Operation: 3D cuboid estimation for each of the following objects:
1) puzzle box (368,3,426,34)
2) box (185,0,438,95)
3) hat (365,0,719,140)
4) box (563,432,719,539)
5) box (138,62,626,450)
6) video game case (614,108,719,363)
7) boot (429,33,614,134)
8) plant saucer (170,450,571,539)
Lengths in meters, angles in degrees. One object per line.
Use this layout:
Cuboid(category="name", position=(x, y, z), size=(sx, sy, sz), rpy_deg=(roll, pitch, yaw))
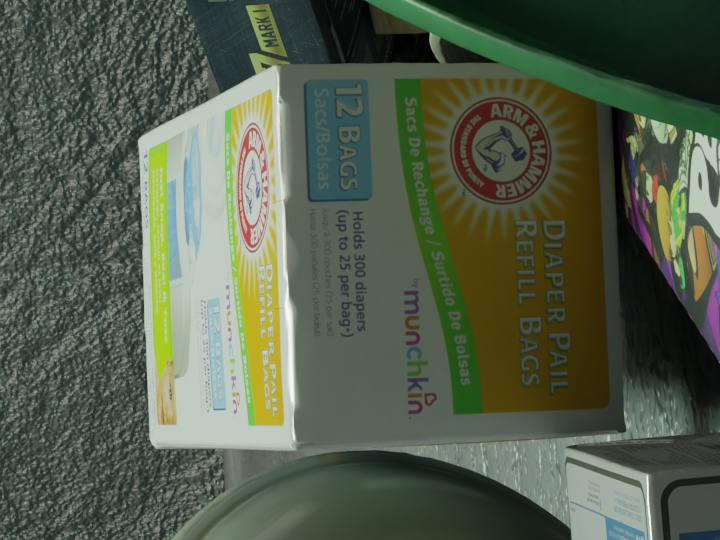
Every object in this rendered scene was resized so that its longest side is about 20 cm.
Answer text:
Cuboid(category="puzzle box", position=(0.012, -0.201, 0.928), size=(0.133, 0.025, 0.200), rpy_deg=(-75, -21, -47))
Cuboid(category="box", position=(-0.008, -0.127, 1.000), size=(0.158, 0.051, 0.200), rpy_deg=(69, -154, -47))
Cuboid(category="hat", position=(0.071, -0.129, 0.449), size=(0.200, 0.165, 0.176), rpy_deg=(31, 113, 37))
Cuboid(category="box", position=(0.099, 0.145, 0.688), size=(0.117, 0.060, 0.201), rpy_deg=(-173, 78, -84))
Cuboid(category="box", position=(0.000, 0.000, 0.832), size=(0.200, 0.101, 0.113), rpy_deg=(170, 98, -74))
Cuboid(category="video game case", position=(0.096, -0.084, 0.660), size=(0.181, 0.036, 0.200), rpy_deg=(-107, 14, -68))
Cuboid(category="boot", position=(0.067, -0.136, 0.806), size=(0.200, 0.072, 0.145), rpy_deg=(64, -139, -62))
Cuboid(category="plant saucer", position=(0.027, 0.137, 0.769), size=(0.050, 0.200, 0.201), rpy_deg=(-45, 46, 51))
